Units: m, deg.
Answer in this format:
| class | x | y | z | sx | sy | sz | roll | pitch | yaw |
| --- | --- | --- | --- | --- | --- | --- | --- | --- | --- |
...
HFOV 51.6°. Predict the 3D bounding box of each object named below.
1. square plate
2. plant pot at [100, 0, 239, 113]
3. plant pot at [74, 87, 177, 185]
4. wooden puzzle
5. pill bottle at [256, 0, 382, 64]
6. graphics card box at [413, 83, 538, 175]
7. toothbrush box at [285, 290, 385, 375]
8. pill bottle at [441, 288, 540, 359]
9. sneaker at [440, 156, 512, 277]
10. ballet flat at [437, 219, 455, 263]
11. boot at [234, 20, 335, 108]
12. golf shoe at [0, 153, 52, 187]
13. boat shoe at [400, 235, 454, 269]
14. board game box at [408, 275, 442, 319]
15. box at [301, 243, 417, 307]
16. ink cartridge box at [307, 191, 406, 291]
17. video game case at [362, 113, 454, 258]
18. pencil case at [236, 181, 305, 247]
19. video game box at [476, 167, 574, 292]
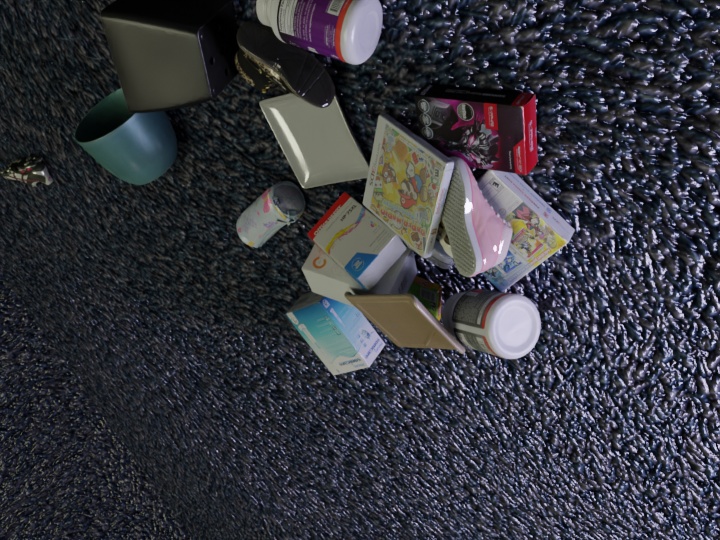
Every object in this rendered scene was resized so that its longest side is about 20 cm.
| class | x | y | z | sx | sy | sz | roll | pitch | yaw |
| --- | --- | --- | --- | --- | --- | --- | --- | --- | --- |
| square plate | -0.084 | -0.262 | 1.451 | 0.196 | 0.028 | 0.202 | -3 | 124 | 42 |
| plant pot | -0.334 | -0.420 | 1.393 | 0.175 | 0.201 | 0.201 | 11 | 134 | 18 |
| plant pot | -0.504 | -0.290 | 1.656 | 0.198 | 0.202 | 0.162 | 4 | 141 | 37 |
| wooden puzzle | 0.087 | 0.094 | 1.435 | 0.198 | 0.038 | 0.185 | 3 | 147 | 47 |
| pill bottle | -0.070 | -0.417 | 1.221 | 0.198 | 0.113 | 0.113 | 24 | 139 | 22 |
| graphics card box | 0.189 | -0.234 | 1.225 | 0.198 | 0.051 | 0.127 | 16 | 136 | 32 |
| toothbrush box | -0.060 | 0.140 | 1.766 | 0.146 | 0.085 | 0.201 | -22 | 110 | 48 |
| pill bottle | 0.238 | 0.095 | 1.401 | 0.116 | 0.116 | 0.200 | 54 | 165 | -16 |
| sneaker | 0.197 | -0.097 | 1.270 | 0.075 | 0.104 | 0.203 | -11 | 91 | 56 |
| ballet flat | 0.152 | -0.083 | 1.317 | 0.072 | 0.072 | 0.201 | -24 | 106 | 49 |
| boot | -0.144 | -0.357 | 1.348 | 0.199 | 0.074 | 0.150 | 32 | 172 | -15 |
| golf shoe | -0.973 | -0.277 | 2.162 | 0.198 | 0.078 | 0.089 | 1 | 135 | 40 |
| boat shoe | 0.102 | -0.070 | 1.436 | 0.200 | 0.074 | 0.067 | 42 | 150 | 9 |
| board game box | 0.082 | 0.041 | 1.598 | 0.198 | 0.030 | 0.096 | 19 | 136 | 22 |
| box | 0.000 | 0.000 | 1.526 | 0.198 | 0.125 | 0.098 | 19 | 154 | 22 |
| ink cartridge box | -0.020 | -0.068 | 1.459 | 0.200 | 0.116 | 0.067 | 41 | 177 | 32 |
| video game case | 0.078 | -0.151 | 1.313 | 0.200 | 0.023 | 0.184 | 44 | 135 | 40 |
| pencil case | -0.198 | -0.121 | 1.637 | 0.199 | 0.082 | 0.092 | -27 | 85 | 51 |
| video game box | 0.251 | -0.075 | 1.328 | 0.182 | 0.047 | 0.200 | 45 | 142 | 0 |
